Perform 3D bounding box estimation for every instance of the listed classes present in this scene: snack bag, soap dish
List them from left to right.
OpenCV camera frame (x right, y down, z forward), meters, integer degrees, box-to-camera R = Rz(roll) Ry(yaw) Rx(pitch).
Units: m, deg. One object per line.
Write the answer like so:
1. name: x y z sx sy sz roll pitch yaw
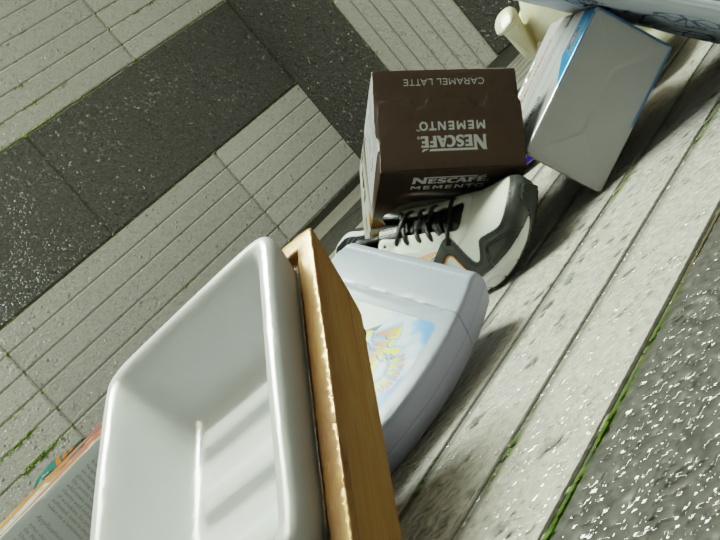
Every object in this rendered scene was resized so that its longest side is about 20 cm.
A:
1. soap dish: -0.057 0.097 0.456 0.157 0.081 0.202 -40 35 23
2. snack bag: 0.183 -0.199 0.691 0.188 0.197 0.022 -23 -52 -69

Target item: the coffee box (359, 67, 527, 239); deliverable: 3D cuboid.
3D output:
1. coffee box: 0.060 -0.086 0.785 0.112 0.081 0.200 -3 -14 -2

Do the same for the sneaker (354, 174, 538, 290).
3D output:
1. sneaker: 0.058 -0.019 0.735 0.199 0.079 0.075 -37 28 49

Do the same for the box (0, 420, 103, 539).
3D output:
1. box: -0.264 0.241 0.900 0.200 0.106 0.152 -46 7 -12

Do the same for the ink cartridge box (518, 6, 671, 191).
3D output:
1. ink cartridge box: 0.175 -0.142 0.777 0.200 0.066 0.117 -77 11 -78

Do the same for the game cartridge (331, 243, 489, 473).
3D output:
1. game cartridge: -0.011 0.066 0.586 0.132 0.041 0.201 16 55 38

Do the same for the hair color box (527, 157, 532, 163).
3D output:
1. hair color box: 0.108 -0.101 1.056 0.199 0.065 0.109 -40 4 24

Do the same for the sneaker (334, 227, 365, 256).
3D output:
1. sneaker: 0.000 0.000 1.018 0.083 0.072 0.200 -48 5 -22

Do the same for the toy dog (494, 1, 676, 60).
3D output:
1. toy dog: 0.214 -0.278 0.920 0.193 0.201 0.140 -40 -3 -24

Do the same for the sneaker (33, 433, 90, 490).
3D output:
1. sneaker: -0.579 0.389 1.929 0.200 0.071 0.080 -45 4 -33
